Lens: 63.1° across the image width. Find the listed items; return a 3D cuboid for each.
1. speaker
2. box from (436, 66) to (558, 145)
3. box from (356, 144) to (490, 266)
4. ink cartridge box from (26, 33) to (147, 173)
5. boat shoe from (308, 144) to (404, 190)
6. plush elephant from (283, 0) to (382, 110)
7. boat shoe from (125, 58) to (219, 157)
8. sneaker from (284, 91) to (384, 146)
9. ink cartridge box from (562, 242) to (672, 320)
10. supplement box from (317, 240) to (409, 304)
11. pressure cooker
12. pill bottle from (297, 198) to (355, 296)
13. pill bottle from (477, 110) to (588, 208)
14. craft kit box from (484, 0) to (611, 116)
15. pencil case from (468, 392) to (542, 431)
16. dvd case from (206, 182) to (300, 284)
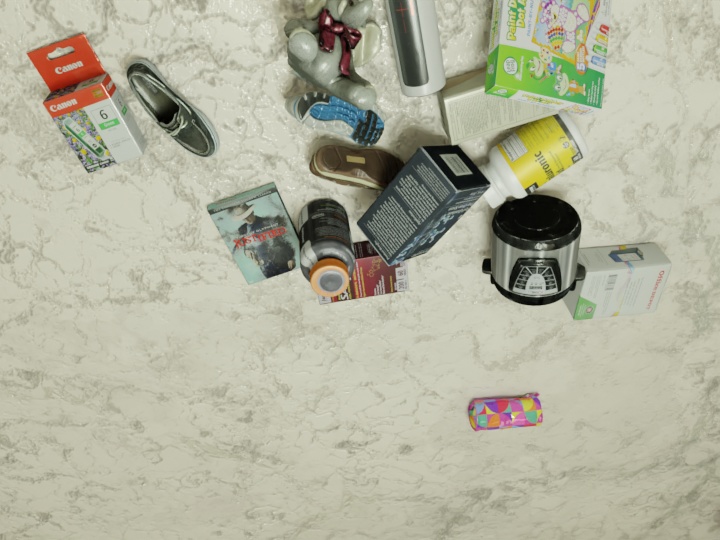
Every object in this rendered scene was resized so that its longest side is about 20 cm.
[{"bbox_3d":[0.086,-0.391,0.943,0.080,0.082,0.202,-14,128,3],"label":"speaker"},{"bbox_3d":[0.240,-0.304,1.031,0.197,0.078,0.096,-15,127,3],"label":"box"},{"bbox_3d":[0.115,-0.121,1.078,0.148,0.108,0.200,-19,157,-52],"label":"box"},{"bbox_3d":[-0.454,-0.271,0.972,0.107,0.051,0.202,-16,128,4],"label":"ink cartridge box"},{"bbox_3d":[-0.003,-0.189,1.101,0.200,0.076,0.075,11,165,-27],"label":"boat shoe"},{"bbox_3d":[-0.034,-0.363,0.908,0.164,0.200,0.156,31,95,-29],"label":"plush elephant"},{"bbox_3d":[-0.319,-0.258,0.988,0.072,0.071,0.200,-33,125,17],"label":"boat shoe"},{"bbox_3d":[-0.044,-0.273,1.025,0.198,0.086,0.076,7,104,-40],"label":"sneaker"},{"bbox_3d":[0.576,0.026,1.327,0.196,0.088,0.147,-4,128,-3],"label":"ink cartridge box"},{"bbox_3d":[0.000,0.000,1.240,0.196,0.061,0.110,-9,128,0],"label":"supplement box"},{"bbox_3d":[0.354,-0.028,1.189,0.177,0.176,0.202,-26,132,-20],"label":"pressure cooker"},{"bbox_3d":[-0.065,-0.041,1.110,0.104,0.201,0.108,-4,128,-5],"label":"pill bottle"},{"bbox_3d":[0.311,-0.206,1.096,0.199,0.112,0.111,-34,125,18],"label":"pill bottle"},{"bbox_3d":[0.304,-0.370,0.943,0.194,0.048,0.204,7,87,-11],"label":"craft kit box"},{"bbox_3d":[0.390,0.382,1.577,0.196,0.089,0.089,-5,128,-8],"label":"pencil case"},{"bbox_3d":[-0.201,-0.069,1.182,0.144,0.022,0.202,-17,127,5],"label":"dvd case"}]
